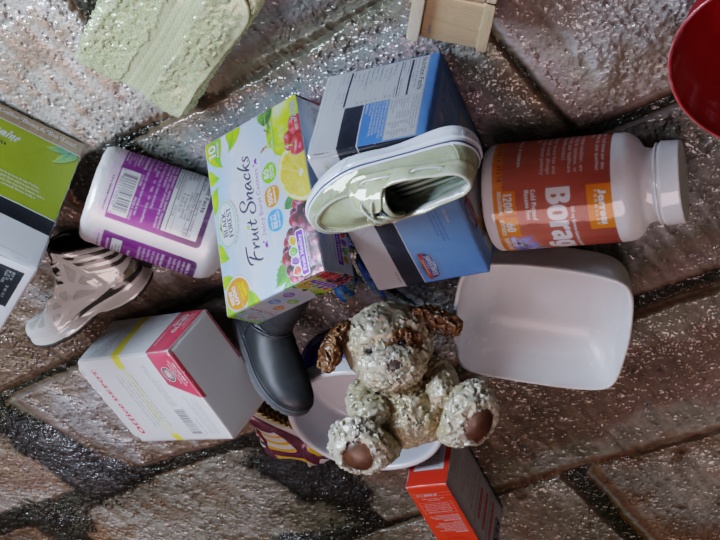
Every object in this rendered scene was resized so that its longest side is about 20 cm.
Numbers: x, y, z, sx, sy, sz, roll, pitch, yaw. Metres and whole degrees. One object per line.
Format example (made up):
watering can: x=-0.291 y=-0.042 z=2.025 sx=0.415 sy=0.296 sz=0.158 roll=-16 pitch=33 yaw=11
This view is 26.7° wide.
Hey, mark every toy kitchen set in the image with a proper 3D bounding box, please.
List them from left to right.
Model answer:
toy kitchen set: x=0.045 y=-0.264 z=1.348 sx=0.162 sy=0.181 sz=0.201 roll=12 pitch=135 yaw=3

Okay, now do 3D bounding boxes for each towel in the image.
towel: x=-0.200 y=-0.247 z=1.541 sx=0.148 sy=0.037 sz=0.200 roll=28 pitch=137 yaw=-15

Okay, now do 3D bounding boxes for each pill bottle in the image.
pill bottle: x=-0.203 y=-0.057 z=1.694 sx=0.199 sy=0.113 sz=0.112 roll=19 pitch=138 yaw=-6
pill bottle: x=0.231 y=-0.082 z=1.553 sx=0.199 sy=0.113 sz=0.112 roll=-5 pitch=136 yaw=19

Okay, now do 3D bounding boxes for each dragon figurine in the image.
dragon figurine: x=0.000 y=0.000 z=1.713 sx=0.059 sy=0.100 sz=0.200 roll=-6 pitch=135 yaw=21

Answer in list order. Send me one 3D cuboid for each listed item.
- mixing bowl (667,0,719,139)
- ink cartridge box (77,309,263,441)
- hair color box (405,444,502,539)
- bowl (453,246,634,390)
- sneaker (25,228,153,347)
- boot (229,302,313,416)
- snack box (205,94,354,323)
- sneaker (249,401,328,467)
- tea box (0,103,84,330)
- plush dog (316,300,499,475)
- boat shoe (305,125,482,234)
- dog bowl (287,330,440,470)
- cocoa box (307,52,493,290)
mixing bowl: x=0.381 y=-0.216 z=1.368 sx=0.199 sy=0.109 sz=0.201 roll=8 pitch=139 yaw=7
ink cartridge box: x=-0.234 y=0.132 z=1.878 sx=0.199 sy=0.083 sz=0.145 roll=-8 pitch=125 yaw=46
hair color box: x=0.127 y=0.303 z=2.014 sx=0.061 sy=0.102 sz=0.200 roll=-9 pitch=133 yaw=23
bowl: x=0.208 y=0.040 z=1.723 sx=0.199 sy=0.075 sz=0.200 roll=7 pitch=139 yaw=7
sneaker: x=-0.358 y=0.011 z=1.853 sx=0.200 sy=0.076 sz=0.115 roll=-28 pitch=116 yaw=27
boot: x=-0.078 y=0.054 z=1.765 sx=0.065 sy=0.165 sz=0.200 roll=-18 pitch=154 yaw=-37
snack box: x=-0.088 y=-0.063 z=1.594 sx=0.142 sy=0.201 sz=0.053 roll=-26 pitch=154 yaw=36
sneaker: x=-0.118 y=0.199 z=1.983 sx=0.200 sy=0.075 sz=0.090 roll=33 pitch=130 yaw=-19
tea box: x=-0.423 y=-0.046 z=1.698 sx=0.133 sy=0.197 sz=0.200 roll=26 pitch=136 yaw=-16
plush dog: x=0.045 y=0.117 z=1.733 sx=0.199 sy=0.161 sz=0.173 roll=-15 pitch=102 yaw=3
boat shoe: x=0.025 y=-0.077 z=1.448 sx=0.199 sy=0.062 sz=0.072 roll=-24 pitch=125 yaw=32
dog bowl: x=0.012 y=0.161 z=1.904 sx=0.199 sy=0.079 sz=0.201 roll=8 pitch=138 yaw=7
cocoa box: x=0.051 y=-0.099 z=1.564 sx=0.131 sy=0.134 sz=0.200 roll=-10 pitch=133 yaw=22
